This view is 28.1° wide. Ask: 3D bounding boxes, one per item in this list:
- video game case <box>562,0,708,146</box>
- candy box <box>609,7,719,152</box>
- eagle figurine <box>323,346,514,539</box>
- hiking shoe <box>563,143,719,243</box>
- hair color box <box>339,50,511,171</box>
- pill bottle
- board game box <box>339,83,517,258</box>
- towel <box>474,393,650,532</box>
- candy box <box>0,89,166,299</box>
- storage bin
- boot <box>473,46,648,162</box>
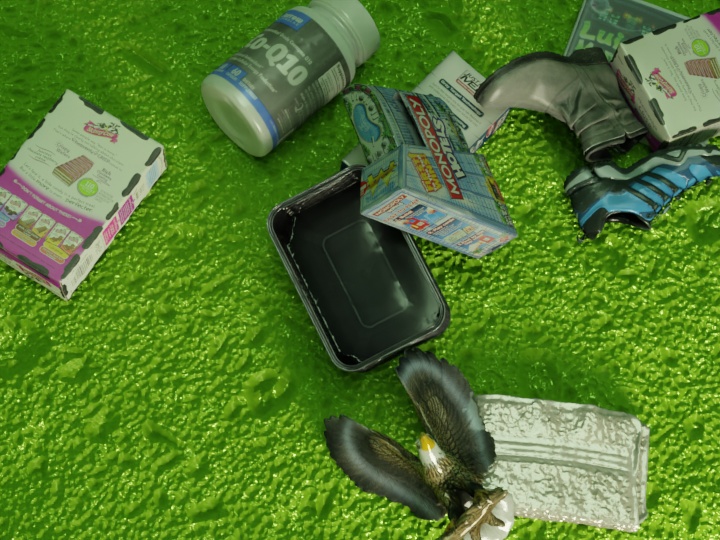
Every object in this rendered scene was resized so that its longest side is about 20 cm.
[{"bbox_3d":[0.347,-0.244,1.760,0.200,0.023,0.182,21,69,4],"label":"video game case"},{"bbox_3d":[0.417,-0.233,1.717,0.200,0.061,0.137,-19,72,-12],"label":"candy box"},{"bbox_3d":[0.074,0.198,1.508,0.151,0.151,0.200,-9,39,-29],"label":"eagle figurine"},{"bbox_3d":[0.341,-0.090,1.681,0.199,0.074,0.087,-13,77,2],"label":"hiking shoe"},{"bbox_3d":[0.077,-0.152,1.685,0.100,0.061,0.200,42,72,9],"label":"hair color box"},{"bbox_3d":[-0.078,-0.236,1.679,0.114,0.114,0.200,43,72,12],"label":"pill bottle"},{"bbox_3d":[0.061,-0.115,1.543,0.062,0.200,0.200,-31,73,31],"label":"board game box"},{"bbox_3d":[0.216,0.210,1.569,0.199,0.034,0.133,7,68,-1],"label":"towel"},{"bbox_3d":[-0.331,-0.087,1.625,0.136,0.061,0.200,31,71,9],"label":"candy box"},{"bbox_3d":[0.000,0.000,1.574,0.135,0.094,0.200,-27,83,4],"label":"storage bin"},{"bbox_3d":[0.238,-0.184,1.658,0.200,0.070,0.132,-16,70,-27],"label":"boot"}]
